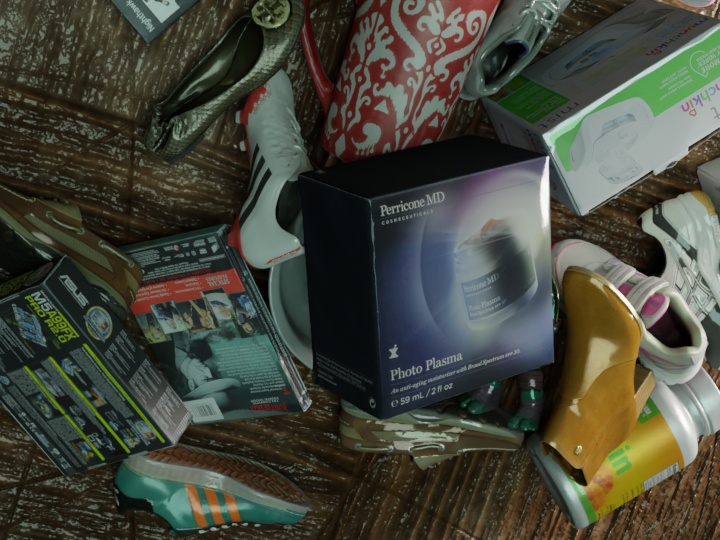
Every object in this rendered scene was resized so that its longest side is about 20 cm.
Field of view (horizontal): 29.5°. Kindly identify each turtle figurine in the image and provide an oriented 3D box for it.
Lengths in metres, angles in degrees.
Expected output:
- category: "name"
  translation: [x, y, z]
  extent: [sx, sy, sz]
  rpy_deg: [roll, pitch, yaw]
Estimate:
- category: "turtle figurine"
  translation: [0.154, 0.050, 1.367]
  extent: [0.100, 0.149, 0.202]
  rpy_deg: [-1, 103, -27]

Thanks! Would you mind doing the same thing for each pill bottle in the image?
- category: "pill bottle"
  translation: [0.286, 0.177, 1.454]
  extent: [0.199, 0.111, 0.112]
  rpy_deg: [-30, 112, -3]

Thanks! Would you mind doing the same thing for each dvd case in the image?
- category: "dvd case"
  translation: [-0.146, 0.057, 1.312]
  extent: [0.145, 0.022, 0.201]
  rpy_deg: [-11, 114, 33]

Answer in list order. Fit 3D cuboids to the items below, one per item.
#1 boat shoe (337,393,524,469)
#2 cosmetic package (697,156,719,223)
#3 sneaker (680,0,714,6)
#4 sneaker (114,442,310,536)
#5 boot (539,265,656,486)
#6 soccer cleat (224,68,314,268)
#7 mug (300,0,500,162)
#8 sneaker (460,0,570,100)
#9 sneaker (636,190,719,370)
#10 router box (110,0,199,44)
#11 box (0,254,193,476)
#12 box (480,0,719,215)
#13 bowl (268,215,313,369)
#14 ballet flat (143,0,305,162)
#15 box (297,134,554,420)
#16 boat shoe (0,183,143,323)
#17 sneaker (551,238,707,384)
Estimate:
- category: "boat shoe"
  translation: [0.070, 0.166, 1.422]
  extent: [0.198, 0.076, 0.072]
  rpy_deg: [11, 108, -7]
- category: "cosmetic package"
  translation: [0.445, -0.033, 1.447]
  extent: [0.112, 0.081, 0.201]
  rpy_deg: [-23, 112, -6]
- category: "sneaker"
  translation: [0.333, -0.364, 1.329]
  extent: [0.095, 0.079, 0.202]
  rpy_deg: [-26, 114, -29]
- category: "sneaker"
  translation: [-0.153, 0.231, 1.387]
  extent: [0.198, 0.071, 0.080]
  rpy_deg: [18, 106, -13]
- category: "boot"
  translation: [0.217, 0.109, 1.332]
  extent: [0.144, 0.070, 0.202]
  rpy_deg: [-50, 129, -23]
- category: "soccer cleat"
  translation: [-0.071, -0.097, 1.256]
  extent: [0.069, 0.085, 0.202]
  rpy_deg: [35, 54, -50]
- category: "mug"
  translation: [0.028, -0.204, 1.284]
  extent: [0.133, 0.177, 0.202]
  rpy_deg: [-3, 118, -52]
- category: "sneaker"
  translation: [0.163, -0.243, 1.306]
  extent: [0.074, 0.087, 0.201]
  rpy_deg: [31, 96, -19]
- category: "sneaker"
  translation: [0.345, 0.016, 1.450]
  extent: [0.087, 0.076, 0.202]
  rpy_deg: [-15, 106, 6]
- category: "router box"
  translation: [-0.198, -0.325, 1.207]
  extent: [0.149, 0.051, 0.200]
  rpy_deg: [-39, 112, 2]
- category: "box"
  translation: [-0.275, 0.094, 1.276]
  extent: [0.159, 0.044, 0.201]
  rpy_deg: [-20, 116, 35]
- category: "box"
  translation: [0.242, -0.159, 1.304]
  extent: [0.199, 0.177, 0.097]
  rpy_deg: [-31, 112, -2]
- category: "bowl"
  translation: [0.000, 0.000, 1.338]
  extent: [0.199, 0.090, 0.203]
  rpy_deg: [-4, 107, -12]
- category: "ballet flat"
  translation: [-0.129, -0.183, 1.261]
  extent: [0.200, 0.067, 0.046]
  rpy_deg: [-44, 143, 7]
- category: "box"
  translation: [0.061, 0.000, 1.214]
  extent: [0.199, 0.123, 0.200]
  rpy_deg: [-16, 111, -31]
- category: "boat shoe"
  translation: [-0.289, -0.028, 1.272]
  extent: [0.200, 0.076, 0.074]
  rpy_deg: [40, 54, -9]
- category: "sneaker"
  translation: [0.277, 0.032, 1.392]
  extent: [0.199, 0.088, 0.082]
  rpy_deg: [35, 74, 3]
